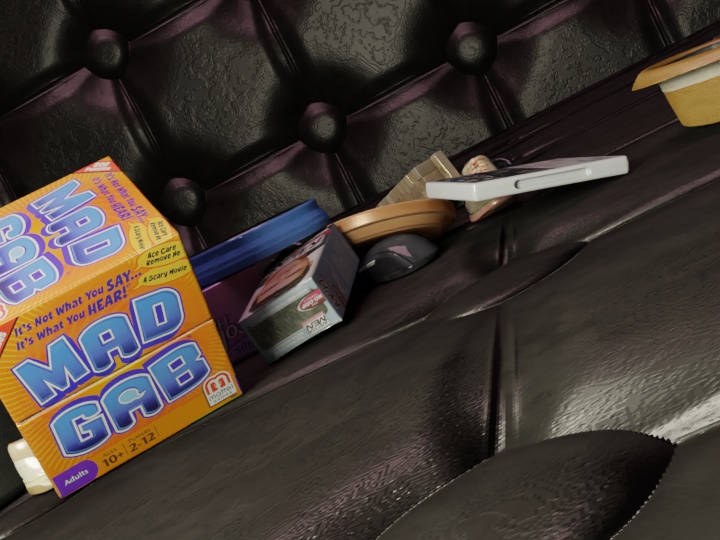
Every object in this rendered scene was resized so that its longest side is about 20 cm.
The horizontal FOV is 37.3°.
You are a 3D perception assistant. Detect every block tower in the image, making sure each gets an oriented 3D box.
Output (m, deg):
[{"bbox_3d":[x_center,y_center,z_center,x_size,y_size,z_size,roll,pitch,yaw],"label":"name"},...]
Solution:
[{"bbox_3d":[0.060,-0.085,1.494,0.058,0.054,0.200,-33,-8,-43],"label":"block tower"}]

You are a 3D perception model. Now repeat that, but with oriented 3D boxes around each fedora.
[{"bbox_3d":[0.406,-0.215,1.189,0.199,0.082,0.201,-22,8,3],"label":"fedora"}]

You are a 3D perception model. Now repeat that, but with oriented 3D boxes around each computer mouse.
[{"bbox_3d":[0.000,0.000,1.328,0.140,0.046,0.200,-30,7,-30],"label":"computer mouse"}]

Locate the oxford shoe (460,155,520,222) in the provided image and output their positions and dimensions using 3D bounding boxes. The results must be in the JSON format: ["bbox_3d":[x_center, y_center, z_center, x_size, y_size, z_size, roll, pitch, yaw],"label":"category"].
[{"bbox_3d":[0.162,-0.113,1.428,0.070,0.074,0.200,-27,6,0],"label":"oxford shoe"}]

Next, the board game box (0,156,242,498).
[{"bbox_3d":[-0.267,0.048,1.038,0.199,0.201,0.200,-29,37,-17],"label":"board game box"}]

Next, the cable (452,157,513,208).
[{"bbox_3d":[0.161,-0.139,1.761,0.162,0.051,0.200,-30,6,-21],"label":"cable"}]

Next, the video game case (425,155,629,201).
[{"bbox_3d":[0.187,-0.106,1.241,0.180,0.024,0.200,-11,7,-10],"label":"video game case"}]

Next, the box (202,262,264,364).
[{"bbox_3d":[-0.197,0.071,1.361,0.175,0.097,0.200,-28,7,-10],"label":"box"}]

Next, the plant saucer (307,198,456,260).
[{"bbox_3d":[0.030,-0.044,1.388,0.199,0.033,0.200,-15,-10,-3],"label":"plant saucer"}]

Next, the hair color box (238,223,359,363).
[{"bbox_3d":[-0.065,0.021,1.217,0.099,0.061,0.200,-32,14,15],"label":"hair color box"}]

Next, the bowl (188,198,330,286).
[{"bbox_3d":[-0.135,-0.035,1.350,0.199,0.040,0.201,-26,6,3],"label":"bowl"}]

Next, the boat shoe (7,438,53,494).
[{"bbox_3d":[-0.277,0.158,1.134,0.199,0.065,0.072,-32,8,-35],"label":"boat shoe"}]

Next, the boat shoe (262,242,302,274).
[{"bbox_3d":[-0.096,-0.004,1.457,0.069,0.072,0.201,9,-5,1],"label":"boat shoe"}]

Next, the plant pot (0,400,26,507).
[{"bbox_3d":[-0.468,0.194,1.154,0.199,0.200,0.178,-25,17,18],"label":"plant pot"}]
